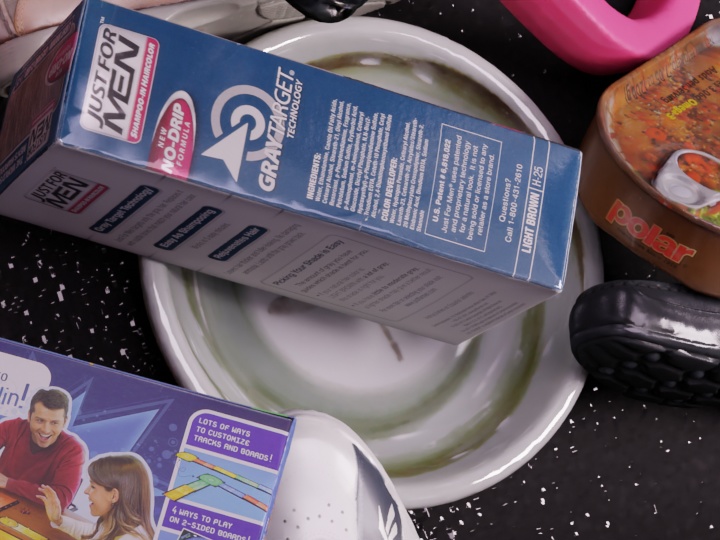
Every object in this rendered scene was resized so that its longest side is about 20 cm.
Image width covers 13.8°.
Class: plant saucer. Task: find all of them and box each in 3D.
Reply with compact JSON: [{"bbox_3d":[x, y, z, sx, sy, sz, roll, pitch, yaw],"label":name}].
[{"bbox_3d":[0.000,0.000,1.195,0.199,0.050,0.201,6,75,-21],"label":"plant saucer"}]

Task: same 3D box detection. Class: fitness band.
[{"bbox_3d":[0.081,-0.168,1.237,0.200,0.037,0.144,40,46,-41],"label":"fitness band"}]

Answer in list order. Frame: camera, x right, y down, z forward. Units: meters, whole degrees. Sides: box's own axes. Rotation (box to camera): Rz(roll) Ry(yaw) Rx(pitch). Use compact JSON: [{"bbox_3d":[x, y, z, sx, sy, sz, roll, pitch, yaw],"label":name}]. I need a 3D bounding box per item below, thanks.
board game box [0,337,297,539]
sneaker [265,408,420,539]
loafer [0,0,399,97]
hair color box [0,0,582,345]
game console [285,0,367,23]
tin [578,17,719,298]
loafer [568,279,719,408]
[{"bbox_3d":[-0.135,0.090,1.055,0.199,0.034,0.136,16,63,1],"label":"board game box"},{"bbox_3d":[-0.003,0.155,1.085,0.079,0.130,0.200,-4,95,-8],"label":"sneaker"},{"bbox_3d":[-0.062,-0.122,1.186,0.199,0.072,0.063,-16,83,-26],"label":"loafer"},{"bbox_3d":[-0.029,-0.034,1.108,0.199,0.100,0.061,16,71,-19],"label":"hair color box"},{"bbox_3d":[-0.012,-0.217,1.160,0.176,0.116,0.200,42,33,1],"label":"game console"},{"bbox_3d":[0.163,-0.047,1.230,0.112,0.042,0.200,32,33,18],"label":"tin"},{"bbox_3d":[0.159,0.021,1.228,0.200,0.068,0.071,9,72,-43],"label":"loafer"}]
